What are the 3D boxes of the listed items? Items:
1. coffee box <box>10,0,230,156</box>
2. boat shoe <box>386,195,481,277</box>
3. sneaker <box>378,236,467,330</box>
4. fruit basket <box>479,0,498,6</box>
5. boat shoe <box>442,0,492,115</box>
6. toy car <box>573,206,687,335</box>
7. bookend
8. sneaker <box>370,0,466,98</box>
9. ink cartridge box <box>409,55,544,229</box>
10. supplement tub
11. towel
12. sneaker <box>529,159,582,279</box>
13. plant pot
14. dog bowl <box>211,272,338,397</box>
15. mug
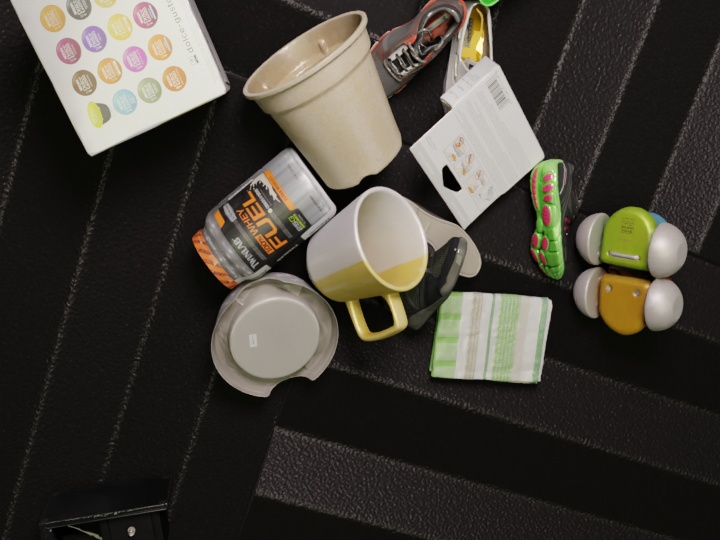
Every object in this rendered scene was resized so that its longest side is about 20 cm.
[{"bbox_3d":[-0.299,-0.291,1.008,0.194,0.200,0.204,-24,107,-2],"label":"coffee box"},{"bbox_3d":[0.108,-0.057,1.219,0.198,0.057,0.068,33,84,-20],"label":"boat shoe"},{"bbox_3d":[0.084,0.007,1.178,0.112,0.077,0.200,27,140,-8],"label":"sneaker"},{"bbox_3d":[0.165,-0.476,1.040,0.154,0.216,0.217,-37,107,2],"label":"fruit basket"},{"bbox_3d":[0.167,-0.300,1.152,0.069,0.070,0.206,2,103,-10],"label":"boat shoe"},{"bbox_3d":[0.448,-0.005,1.243,0.148,0.173,0.206,-15,109,-41],"label":"toy car"},{"bbox_3d":[-0.392,0.455,1.237,0.193,0.092,0.206,-6,106,-8],"label":"bookend"},{"bbox_3d":[0.069,-0.319,1.109,0.077,0.082,0.200,41,112,-15],"label":"sneaker"},{"bbox_3d":[0.172,-0.186,1.156,0.173,0.044,0.200,-41,132,2],"label":"ink cartridge box"},{"bbox_3d":[-0.143,-0.073,1.130,0.199,0.123,0.123,-39,107,2],"label":"supplement tub"},{"bbox_3d":[0.217,0.111,1.290,0.194,0.031,0.154,5,101,-8],"label":"towel"},{"bbox_3d":[0.320,-0.079,1.229,0.082,0.077,0.205,-18,119,-23],"label":"sneaker"},{"bbox_3d":[-0.036,-0.227,1.086,0.198,0.201,0.185,-33,118,0],"label":"plant pot"},{"bbox_3d":[-0.135,0.095,1.186,0.194,0.059,0.205,-7,118,-13],"label":"dog bowl"},{"bbox_3d":[-0.005,-0.008,1.124,0.148,0.151,0.191,29,56,-34],"label":"mug"}]
